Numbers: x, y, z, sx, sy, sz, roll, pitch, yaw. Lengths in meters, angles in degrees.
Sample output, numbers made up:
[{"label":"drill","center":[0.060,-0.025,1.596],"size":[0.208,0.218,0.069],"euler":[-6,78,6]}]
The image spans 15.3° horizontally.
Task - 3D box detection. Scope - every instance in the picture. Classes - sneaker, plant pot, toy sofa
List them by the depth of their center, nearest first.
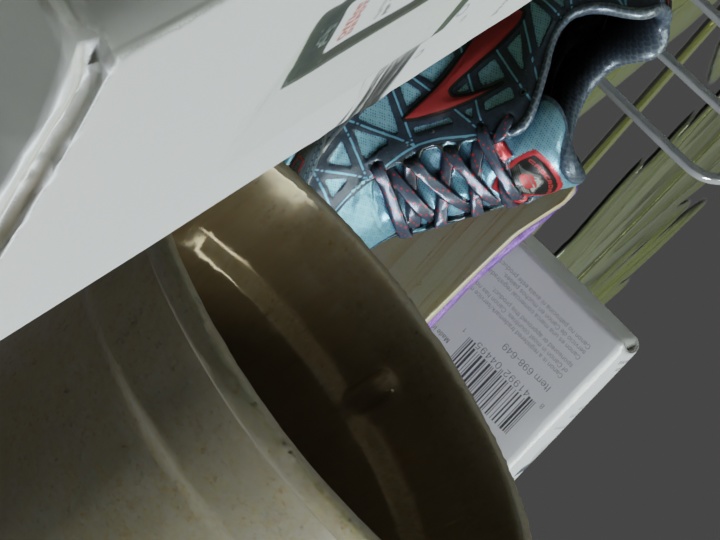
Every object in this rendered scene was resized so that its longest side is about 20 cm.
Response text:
[{"label":"plant pot","center":[-0.073,0.081,0.901],"size":[0.183,0.201,0.200],"euler":[-37,173,17]},{"label":"sneaker","center":[0.039,-0.057,1.029],"size":[0.200,0.095,0.079],"euler":[-48,152,-3]},{"label":"toy sofa","center":[0.000,0.000,1.124],"size":[0.200,0.098,0.083],"euler":[-47,170,2]}]

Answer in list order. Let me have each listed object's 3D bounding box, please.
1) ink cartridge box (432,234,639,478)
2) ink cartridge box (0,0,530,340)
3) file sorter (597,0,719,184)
[{"label":"ink cartridge box","center":[0.011,0.057,1.257],"size":[0.200,0.146,0.085],"euler":[-46,171,8]},{"label":"ink cartridge box","center":[-0.039,-0.094,0.424],"size":[0.200,0.146,0.084],"euler":[-34,168,-45]},{"label":"file sorter","center":[0.184,-0.154,1.187],"size":[0.139,0.125,0.200],"euler":[-41,169,-29]}]
